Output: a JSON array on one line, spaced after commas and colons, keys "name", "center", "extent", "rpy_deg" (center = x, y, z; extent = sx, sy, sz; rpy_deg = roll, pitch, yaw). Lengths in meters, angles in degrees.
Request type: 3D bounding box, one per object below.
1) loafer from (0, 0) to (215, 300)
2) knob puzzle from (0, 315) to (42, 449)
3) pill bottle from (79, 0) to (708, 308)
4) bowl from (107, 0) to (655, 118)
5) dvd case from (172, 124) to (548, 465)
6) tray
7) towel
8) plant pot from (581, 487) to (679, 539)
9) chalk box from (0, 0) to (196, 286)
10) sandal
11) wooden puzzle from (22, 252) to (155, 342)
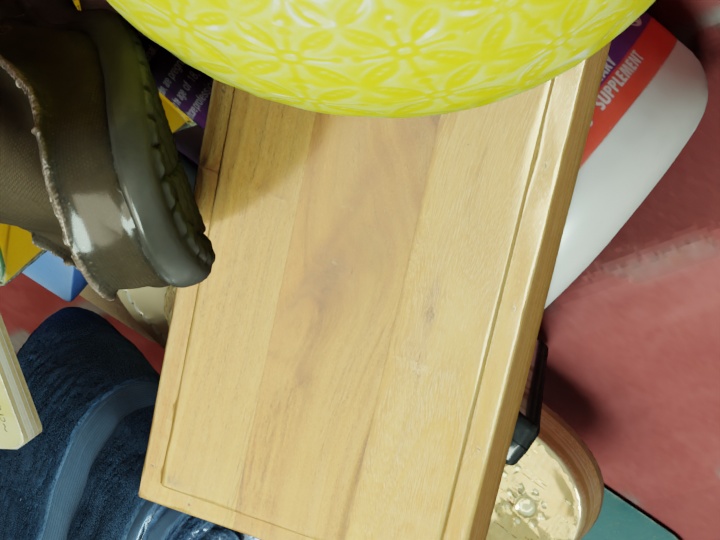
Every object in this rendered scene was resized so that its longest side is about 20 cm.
[{"name": "loafer", "center": [-0.095, -0.033, 0.798], "extent": [0.200, 0.071, 0.073], "rpy_deg": [-140, 29, -66]}, {"name": "knob puzzle", "center": [-0.214, -0.018, 0.947], "extent": [0.219, 0.030, 0.220], "rpy_deg": [18, 128, 25]}, {"name": "pill bottle", "center": [-0.003, -0.077, 0.856], "extent": [0.200, 0.112, 0.112], "rpy_deg": [40, 151, -3]}, {"name": "bowl", "center": [-0.007, -0.131, 0.684], "extent": [0.200, 0.200, 0.108], "rpy_deg": [36, -165, 6]}, {"name": "dvd case", "center": [0.000, 0.000, 0.939], "extent": [0.143, 0.018, 0.200], "rpy_deg": [37, -173, 0]}, {"name": "tray", "center": [0.004, -0.011, 0.800], "extent": [0.099, 0.037, 0.200], "rpy_deg": [18, 118, 11]}, {"name": "towel", "center": [-0.094, 0.090, 1.054], "extent": [0.048, 0.112, 0.200], "rpy_deg": [15, -168, -25]}, {"name": "plant pot", "center": [-0.003, 0.163, 1.099], "extent": [0.141, 0.200, 0.141], "rpy_deg": [35, 151, 8]}, {"name": "chalk box", "center": [-0.178, -0.083, 0.984], "extent": [0.200, 0.125, 0.124], "rpy_deg": [6, 122, 31]}, {"name": "sandal", "center": [-0.017, 0.042, 1.027], "extent": [0.212, 0.070, 0.078], "rpy_deg": [31, 120, 18]}, {"name": "wooden puzzle", "center": [-0.151, -0.061, 1.112], "extent": [0.185, 0.046, 0.200], "rpy_deg": [31, 150, 13]}]
